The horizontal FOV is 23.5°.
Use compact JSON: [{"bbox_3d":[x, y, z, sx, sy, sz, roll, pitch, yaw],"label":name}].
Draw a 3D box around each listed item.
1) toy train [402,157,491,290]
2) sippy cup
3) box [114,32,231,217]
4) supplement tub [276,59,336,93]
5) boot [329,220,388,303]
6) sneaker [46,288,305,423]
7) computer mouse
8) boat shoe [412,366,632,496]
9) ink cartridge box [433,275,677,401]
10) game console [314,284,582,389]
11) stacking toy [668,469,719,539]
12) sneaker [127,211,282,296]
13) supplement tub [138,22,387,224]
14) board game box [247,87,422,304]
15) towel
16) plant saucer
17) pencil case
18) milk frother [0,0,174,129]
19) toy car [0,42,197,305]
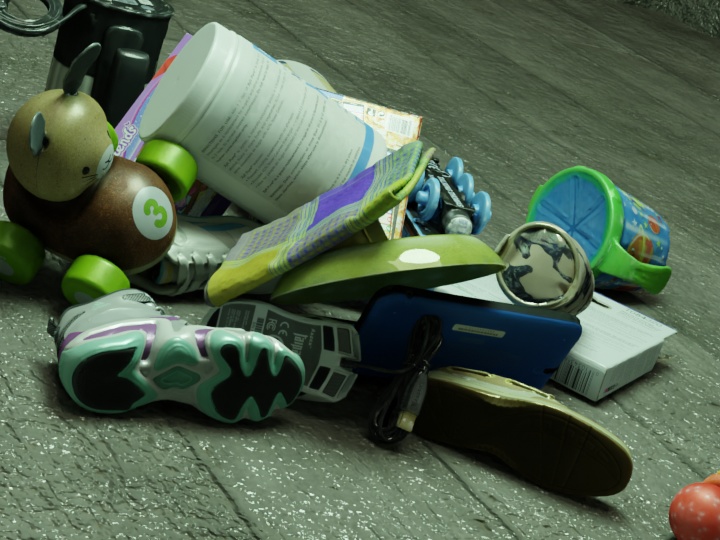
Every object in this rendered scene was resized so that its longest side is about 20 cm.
[{"bbox_3d":[0.071,-0.056,1.826,0.086,0.115,0.200,14,19,-19],"label":"toy train"},{"bbox_3d":[0.275,-0.036,1.950,0.130,0.139,0.179,16,54,-40],"label":"sippy cup"},{"bbox_3d":[-0.169,-0.121,1.685,0.136,0.201,0.039,29,-16,23],"label":"box"},{"bbox_3d":[-0.070,-0.135,1.877,0.143,0.145,0.200,10,20,-21],"label":"supplement tub"},{"bbox_3d":[0.000,0.000,1.578,0.074,0.075,0.200,63,2,34],"label":"boot"},{"bbox_3d":[-0.150,0.054,1.371,0.199,0.078,0.140,8,21,-27],"label":"sneaker"},{"bbox_3d":[-0.036,0.070,1.425,0.198,0.111,0.044,13,-8,11],"label":"computer mouse"},{"bbox_3d":[0.135,0.124,1.435,0.199,0.075,0.066,22,24,13],"label":"boat shoe"},{"bbox_3d":[0.195,0.055,1.736,0.195,0.044,0.200,26,19,25],"label":"ink cartridge box"},{"bbox_3d":[0.069,0.046,1.544,0.198,0.171,0.119,9,47,-22],"label":"game console"},{"bbox_3d":[0.324,0.184,1.435,0.085,0.086,0.199,31,26,35],"label":"stacking toy"},{"bbox_3d":[-0.154,-0.009,1.576,0.198,0.077,0.081,12,35,-13],"label":"sneaker"},{"bbox_3d":[-0.087,-0.120,1.585,0.199,0.132,0.132,34,12,-21],"label":"supplement tub"},{"bbox_3d":[-0.029,-0.078,1.711,0.150,0.046,0.201,15,63,-8],"label":"board game box"},{"bbox_3d":[-0.037,-0.040,1.434,0.023,0.199,0.144,57,25,-12],"label":"towel"},{"bbox_3d":[0.021,-0.002,1.441,0.198,0.031,0.200,-7,-6,-1],"label":"plant saucer"},{"bbox_3d":[0.168,0.003,1.590,0.089,0.078,0.200,23,-1,11],"label":"pencil case"},{"bbox_3d":[-0.311,-0.200,1.775,0.198,0.189,0.181,14,18,-7],"label":"milk frother"},{"bbox_3d":[-0.231,-0.092,1.437,0.157,0.201,0.165,21,58,11],"label":"toy car"}]
